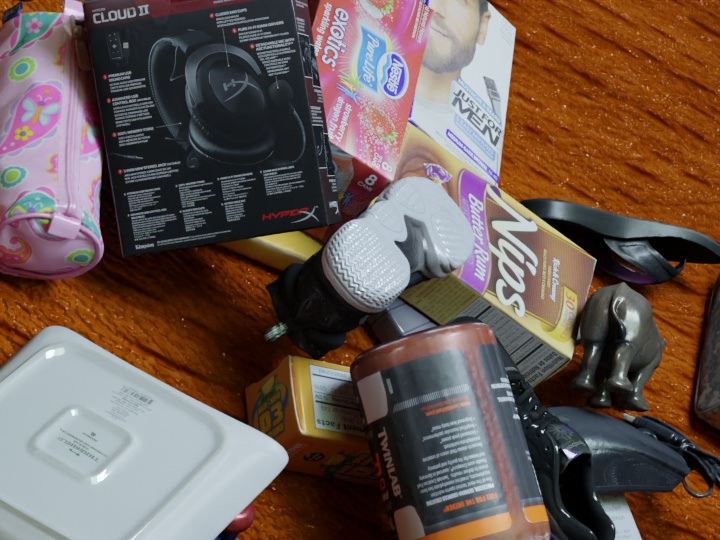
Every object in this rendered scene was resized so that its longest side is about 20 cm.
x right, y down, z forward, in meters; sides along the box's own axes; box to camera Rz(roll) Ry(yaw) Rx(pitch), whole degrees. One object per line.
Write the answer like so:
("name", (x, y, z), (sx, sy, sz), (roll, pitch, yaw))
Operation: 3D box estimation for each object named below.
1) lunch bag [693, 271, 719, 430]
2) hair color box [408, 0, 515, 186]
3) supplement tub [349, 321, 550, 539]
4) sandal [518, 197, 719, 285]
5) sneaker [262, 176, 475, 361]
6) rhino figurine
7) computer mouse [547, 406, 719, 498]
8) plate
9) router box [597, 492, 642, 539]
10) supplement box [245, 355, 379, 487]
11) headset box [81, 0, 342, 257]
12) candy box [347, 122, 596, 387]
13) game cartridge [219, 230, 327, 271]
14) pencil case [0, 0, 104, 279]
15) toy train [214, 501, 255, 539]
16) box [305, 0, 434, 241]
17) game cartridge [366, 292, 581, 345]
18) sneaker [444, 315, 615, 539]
("lunch bag", (0.387, 0.078, 1.941), (0.167, 0.139, 0.200), (32, 45, -17))
("hair color box", (0.064, -0.150, 1.879), (0.109, 0.065, 0.201), (40, 39, -31))
("supplement tub", (0.065, 0.143, 1.563), (0.107, 0.107, 0.201), (-5, 75, -42))
("sandal", (0.214, -0.018, 1.930), (0.200, 0.075, 0.048), (12, 78, -25))
("sneaker", (0.000, 0.000, 1.637), (0.076, 0.114, 0.200), (56, 30, 3))
("rhino figurine", (0.207, 0.065, 1.803), (0.200, 0.060, 0.088), (44, 55, -72))
("computer mouse", (0.188, 0.131, 1.753), (0.199, 0.053, 0.138), (2, 15, -34))
("plate", (-0.174, 0.117, 1.445), (0.199, 0.032, 0.200), (26, 41, 19))
("router box", (0.136, 0.250, 1.669), (0.199, 0.049, 0.180), (-1, 61, -40))
("supplement box", (0.017, 0.116, 1.655), (0.199, 0.067, 0.069), (15, 55, -31))
("headset box", (-0.103, -0.119, 1.599), (0.077, 0.148, 0.201), (-13, 94, -83))
("candy box", (0.082, -0.013, 1.767), (0.200, 0.056, 0.117), (36, 43, -16))
("game cartridge", (-0.093, -0.089, 1.743), (0.199, 0.032, 0.177), (22, 48, -24))
("pencil case", (-0.216, -0.091, 1.597), (0.087, 0.087, 0.201), (21, 50, -28))
("toy train", (-0.167, 0.176, 1.451), (0.116, 0.085, 0.200), (43, 42, 10))
("box", (-0.022, -0.135, 1.741), (0.100, 0.095, 0.200), (32, 45, -18))
("game cartridge", (0.087, 0.032, 1.802), (0.200, 0.038, 0.130), (-21, 79, -47))
("sneaker", (0.124, 0.117, 1.631), (0.076, 0.087, 0.201), (-19, 83, -41))
